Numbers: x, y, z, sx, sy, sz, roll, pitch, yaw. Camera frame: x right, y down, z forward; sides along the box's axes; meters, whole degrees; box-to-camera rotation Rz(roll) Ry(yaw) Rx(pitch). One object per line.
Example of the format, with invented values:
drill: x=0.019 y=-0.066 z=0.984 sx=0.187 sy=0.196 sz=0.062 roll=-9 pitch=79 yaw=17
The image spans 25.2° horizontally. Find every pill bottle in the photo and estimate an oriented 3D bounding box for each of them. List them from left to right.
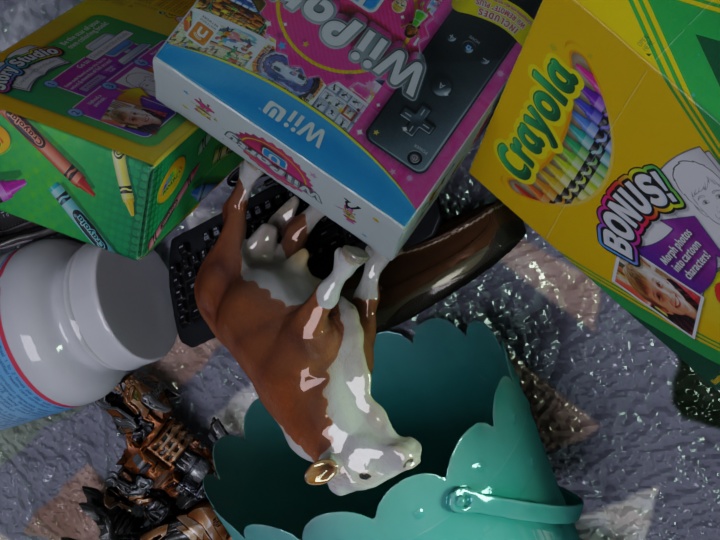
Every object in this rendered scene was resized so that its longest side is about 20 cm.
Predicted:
pill bottle: x=-0.219 y=0.043 z=1.038 sx=0.199 sy=0.109 sz=0.109 roll=-18 pitch=109 yaw=29

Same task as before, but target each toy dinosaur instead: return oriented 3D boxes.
toy dinosaur: x=-0.127 y=0.169 z=1.083 sx=0.135 sy=0.102 sz=0.201 roll=-26 pitch=83 yaw=14

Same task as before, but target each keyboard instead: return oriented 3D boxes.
keyboard: x=-0.046 y=-0.035 z=0.932 sx=0.200 sy=0.040 sz=0.104 roll=-25 pitch=61 yaw=30

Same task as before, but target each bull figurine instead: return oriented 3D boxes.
bull figurine: x=-0.029 y=0.028 z=0.854 sx=0.200 sy=0.065 sz=0.122 roll=41 pitch=114 yaw=45

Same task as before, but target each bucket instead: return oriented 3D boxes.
bucket: x=0.024 y=0.136 z=0.934 sx=0.207 sy=0.207 sz=0.135 roll=-15 pitch=114 yaw=28

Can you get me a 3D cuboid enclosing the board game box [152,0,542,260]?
board game box: x=0.014 y=-0.130 z=0.801 sx=0.147 sy=0.200 sz=0.064 roll=34 pitch=166 yaw=2

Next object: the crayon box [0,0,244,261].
crayon box: x=-0.124 y=-0.089 z=0.872 sx=0.118 sy=0.200 sz=0.058 roll=20 pitch=122 yaw=12

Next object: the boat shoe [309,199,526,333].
boat shoe: x=0.000 y=0.000 z=0.947 sx=0.200 sy=0.076 sz=0.074 roll=-27 pitch=91 yaw=29

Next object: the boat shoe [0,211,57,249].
boat shoe: x=-0.182 y=-0.052 z=1.002 sx=0.199 sy=0.057 sz=0.067 roll=-20 pitch=108 yaw=30

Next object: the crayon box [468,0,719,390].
crayon box: x=0.146 y=-0.045 z=0.751 sx=0.172 sy=0.058 sz=0.200 roll=41 pitch=160 yaw=9

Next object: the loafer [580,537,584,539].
loafer: x=0.077 y=0.202 z=1.033 sx=0.199 sy=0.072 sz=0.063 roll=3 pitch=135 yaw=28
